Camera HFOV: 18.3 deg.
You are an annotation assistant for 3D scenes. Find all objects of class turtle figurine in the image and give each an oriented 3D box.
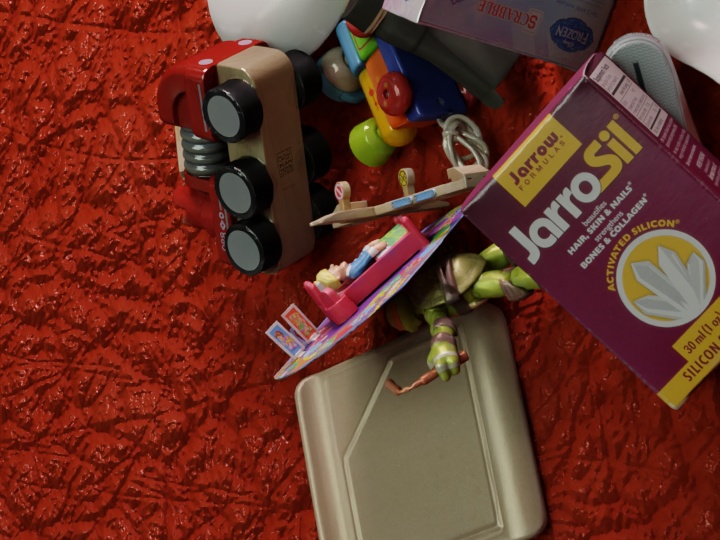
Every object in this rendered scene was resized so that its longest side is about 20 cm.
[{"bbox_3d":[0.080,0.005,1.663,0.160,0.065,0.200,-24,24,17],"label":"turtle figurine"}]

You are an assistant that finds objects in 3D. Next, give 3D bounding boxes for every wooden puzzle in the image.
[{"bbox_3d":[0.046,0.142,1.727,0.199,0.037,0.186,-23,68,32],"label":"wooden puzzle"}]

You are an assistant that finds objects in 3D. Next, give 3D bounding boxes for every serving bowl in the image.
[{"bbox_3d":[-0.069,-0.266,1.831,0.200,0.065,0.201,-32,49,45],"label":"serving bowl"}]

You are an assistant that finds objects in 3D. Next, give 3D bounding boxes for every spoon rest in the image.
[{"bbox_3d":[0.262,-0.161,1.557,0.099,0.060,0.201,-46,57,27],"label":"spoon rest"}]

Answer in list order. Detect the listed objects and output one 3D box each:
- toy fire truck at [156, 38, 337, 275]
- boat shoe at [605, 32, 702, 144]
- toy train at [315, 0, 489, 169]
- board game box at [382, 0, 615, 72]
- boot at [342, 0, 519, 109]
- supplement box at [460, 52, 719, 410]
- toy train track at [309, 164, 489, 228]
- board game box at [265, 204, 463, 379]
[{"bbox_3d":[-0.117,-0.107,1.837,0.199,0.128,0.177,14,123,38],"label":"toy fire truck"},{"bbox_3d":[0.218,-0.071,1.581,0.073,0.067,0.202,-7,99,12],"label":"boat shoe"},{"bbox_3d":[0.033,-0.116,1.754,0.116,0.084,0.201,-42,63,47],"label":"toy train"},{"bbox_3d":[0.125,-0.256,1.601,0.041,0.199,0.201,28,102,42],"label":"board game box"},{"bbox_3d":[0.083,-0.226,1.729,0.201,0.138,0.077,-61,10,-29],"label":"boot"},{"bbox_3d":[0.186,-0.029,1.507,0.200,0.103,0.131,42,108,0],"label":"supplement box"},{"bbox_3d":[0.034,-0.063,1.689,0.200,0.114,0.033,-14,85,60],"label":"toy train track"},{"bbox_3d":[0.000,0.000,1.685,0.039,0.200,0.158,48,132,-7],"label":"board game box"}]
